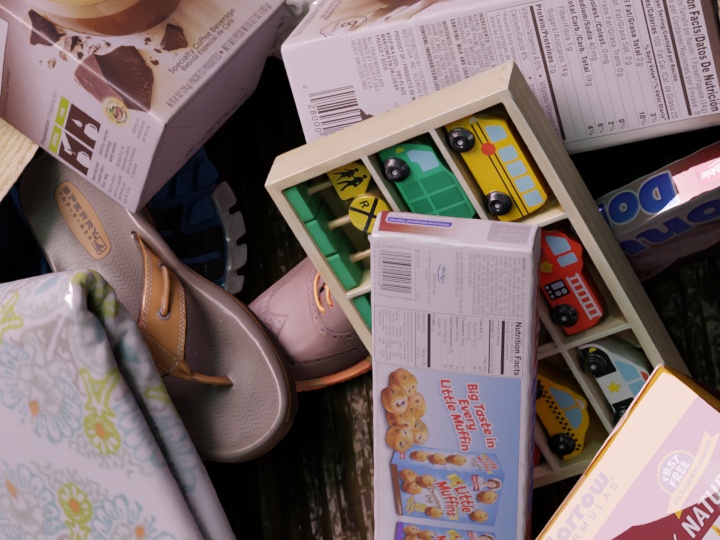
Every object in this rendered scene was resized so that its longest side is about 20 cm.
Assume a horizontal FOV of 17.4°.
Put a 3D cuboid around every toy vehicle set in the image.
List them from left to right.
[{"bbox_3d":[0.059,0.012,1.076,0.124,0.201,0.027,-21,27,23],"label":"toy vehicle set"}]

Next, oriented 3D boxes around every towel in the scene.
[{"bbox_3d":[-0.151,0.099,1.191,0.170,0.048,0.201,-12,109,40],"label":"towel"}]

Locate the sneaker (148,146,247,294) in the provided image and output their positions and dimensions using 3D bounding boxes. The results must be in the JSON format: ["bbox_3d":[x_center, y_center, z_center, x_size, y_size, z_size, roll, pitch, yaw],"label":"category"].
[{"bbox_3d":[-0.119,-0.044,1.277,0.087,0.074,0.201,-35,63,57],"label":"sneaker"}]

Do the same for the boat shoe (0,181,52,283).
[{"bbox_3d":[-0.178,0.021,1.288,0.069,0.084,0.200,-40,43,12],"label":"boat shoe"}]

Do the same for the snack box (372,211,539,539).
[{"bbox_3d":[0.042,0.067,1.073,0.071,0.024,0.201,5,123,9],"label":"snack box"}]

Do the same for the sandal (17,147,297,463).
[{"bbox_3d":[-0.111,0.015,1.182,0.082,0.055,0.201,-38,78,18],"label":"sandal"}]

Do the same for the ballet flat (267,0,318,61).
[{"bbox_3d":[0.006,-0.135,1.216,0.199,0.072,0.072,-15,70,26],"label":"ballet flat"}]

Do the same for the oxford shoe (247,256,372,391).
[{"bbox_3d":[0.000,0.000,1.176,0.199,0.073,0.072,-31,62,24],"label":"oxford shoe"}]

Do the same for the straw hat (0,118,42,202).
[{"bbox_3d":[-0.255,-0.046,1.239,0.201,0.085,0.201,-42,18,17],"label":"straw hat"}]

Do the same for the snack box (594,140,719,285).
[{"bbox_3d":[0.119,-0.012,1.107,0.199,0.072,0.024,-26,65,24],"label":"snack box"}]

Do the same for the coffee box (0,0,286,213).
[{"bbox_3d":[-0.154,-0.138,1.194,0.199,0.080,0.113,35,53,7],"label":"coffee box"}]

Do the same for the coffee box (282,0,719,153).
[{"bbox_3d":[0.078,-0.105,1.096,0.199,0.113,0.080,-11,109,16],"label":"coffee box"}]

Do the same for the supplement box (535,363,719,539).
[{"bbox_3d":[0.188,0.163,0.940,0.197,0.200,0.133,40,99,33],"label":"supplement box"}]
